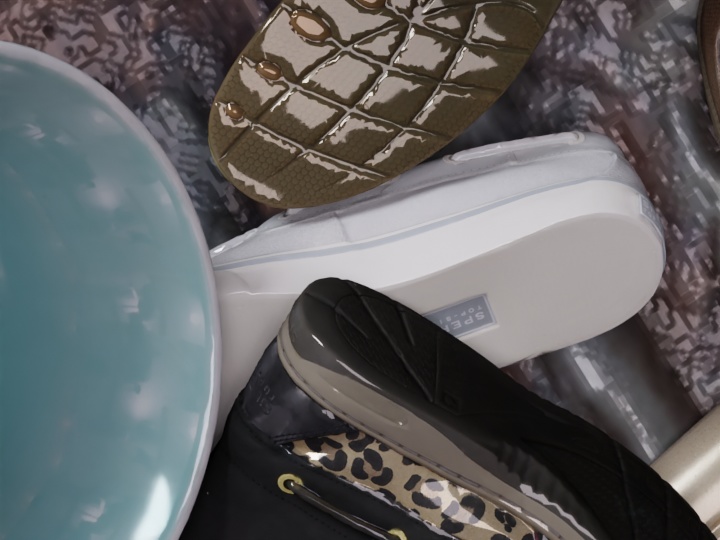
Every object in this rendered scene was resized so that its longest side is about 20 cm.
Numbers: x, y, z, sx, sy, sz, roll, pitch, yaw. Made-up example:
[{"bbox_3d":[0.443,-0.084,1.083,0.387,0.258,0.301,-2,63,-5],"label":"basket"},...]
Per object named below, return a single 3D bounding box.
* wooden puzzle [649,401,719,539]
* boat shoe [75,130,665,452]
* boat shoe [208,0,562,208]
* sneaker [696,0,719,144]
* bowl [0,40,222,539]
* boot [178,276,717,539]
[{"bbox_3d":[0.183,0.128,0.920,0.185,0.037,0.200,-41,92,1],"label":"wooden puzzle"},{"bbox_3d":[0.000,0.000,0.896,0.199,0.069,0.072,-21,127,8],"label":"boat shoe"},{"bbox_3d":[0.030,-0.096,0.893,0.200,0.068,0.072,-45,97,-2],"label":"boat shoe"},{"bbox_3d":[0.169,-0.022,0.876,0.070,0.076,0.201,-23,76,0],"label":"sneaker"},{"bbox_3d":[-0.149,0.028,0.813,0.200,0.105,0.203,-8,102,-42],"label":"bowl"},{"bbox_3d":[0.021,0.111,0.880,0.199,0.073,0.151,35,116,-15],"label":"boot"}]
